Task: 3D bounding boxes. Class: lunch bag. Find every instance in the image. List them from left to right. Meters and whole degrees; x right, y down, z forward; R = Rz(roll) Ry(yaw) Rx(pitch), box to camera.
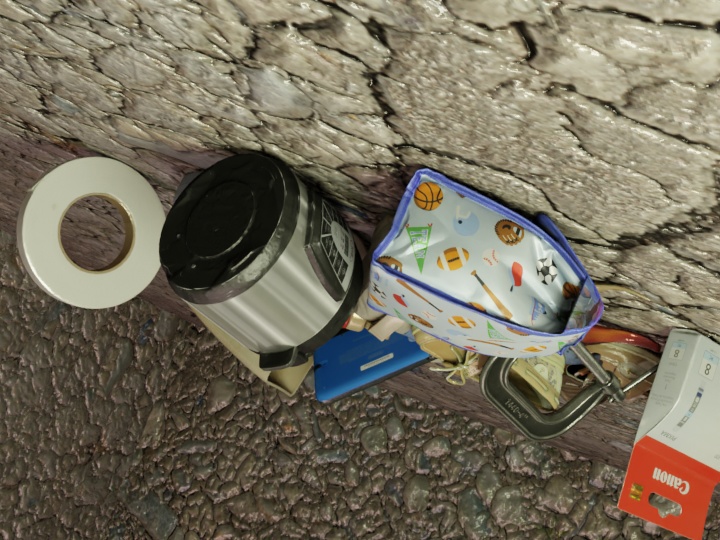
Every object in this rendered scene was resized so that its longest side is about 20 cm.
[{"bbox_3d":[0.116,0.010,0.896,0.198,0.125,0.170,27,169,7],"label":"lunch bag"}]

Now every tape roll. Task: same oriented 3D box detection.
[{"bbox_3d":[-0.359,-0.051,1.314,0.201,0.205,0.037,26,169,-30],"label":"tape roll"}]

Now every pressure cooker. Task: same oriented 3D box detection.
[{"bbox_3d":[-0.094,-0.006,1.041,0.178,0.176,0.200,39,175,43],"label":"pressure cooker"}]

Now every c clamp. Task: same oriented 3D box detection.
[{"bbox_3d":[0.218,0.105,1.032,0.199,0.171,0.027,36,-164,-38],"label":"c clamp"}]

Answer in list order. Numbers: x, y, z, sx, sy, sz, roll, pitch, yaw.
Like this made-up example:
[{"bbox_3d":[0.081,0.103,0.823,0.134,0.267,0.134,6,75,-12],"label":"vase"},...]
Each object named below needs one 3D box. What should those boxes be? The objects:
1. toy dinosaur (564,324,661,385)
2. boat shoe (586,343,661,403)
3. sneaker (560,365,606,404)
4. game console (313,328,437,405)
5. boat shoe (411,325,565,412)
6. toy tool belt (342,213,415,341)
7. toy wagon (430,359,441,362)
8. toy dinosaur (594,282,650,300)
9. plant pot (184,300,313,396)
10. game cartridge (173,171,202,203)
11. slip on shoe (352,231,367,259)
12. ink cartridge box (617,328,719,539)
[{"bbox_3d":[0.215,0.049,1.140,0.198,0.106,0.181,-26,132,28],"label":"toy dinosaur"},{"bbox_3d":[0.347,0.135,1.231,0.197,0.067,0.074,20,170,6],"label":"boat shoe"},{"bbox_3d":[0.315,0.151,1.372,0.075,0.071,0.199,9,165,45],"label":"sneaker"},{"bbox_3d":[0.044,0.119,1.375,0.198,0.172,0.119,-25,128,15],"label":"game console"},{"bbox_3d":[0.141,0.098,1.047,0.198,0.064,0.073,18,152,-25],"label":"boat shoe"},{"bbox_3d":[0.055,0.028,1.085,0.121,0.126,0.200,15,151,-10],"label":"toy tool belt"},{"bbox_3d":[0.183,0.116,1.431,0.197,0.040,0.155,-2,-179,-15],"label":"toy wagon"},{"bbox_3d":[0.202,0.026,1.027,0.100,0.059,0.200,19,151,-24],"label":"toy dinosaur"},{"bbox_3d":[-0.134,0.038,1.395,0.176,0.201,0.200,30,172,12],"label":"plant pot"},{"bbox_3d":[-0.157,-0.080,1.226,0.132,0.041,0.199,31,167,-27],"label":"game cartridge"},{"bbox_3d":[0.000,0.000,1.270,0.076,0.061,0.201,29,156,27],"label":"slip on shoe"},{"bbox_3d":[0.370,0.186,1.063,0.159,0.202,0.047,26,169,-32],"label":"ink cartridge box"}]
